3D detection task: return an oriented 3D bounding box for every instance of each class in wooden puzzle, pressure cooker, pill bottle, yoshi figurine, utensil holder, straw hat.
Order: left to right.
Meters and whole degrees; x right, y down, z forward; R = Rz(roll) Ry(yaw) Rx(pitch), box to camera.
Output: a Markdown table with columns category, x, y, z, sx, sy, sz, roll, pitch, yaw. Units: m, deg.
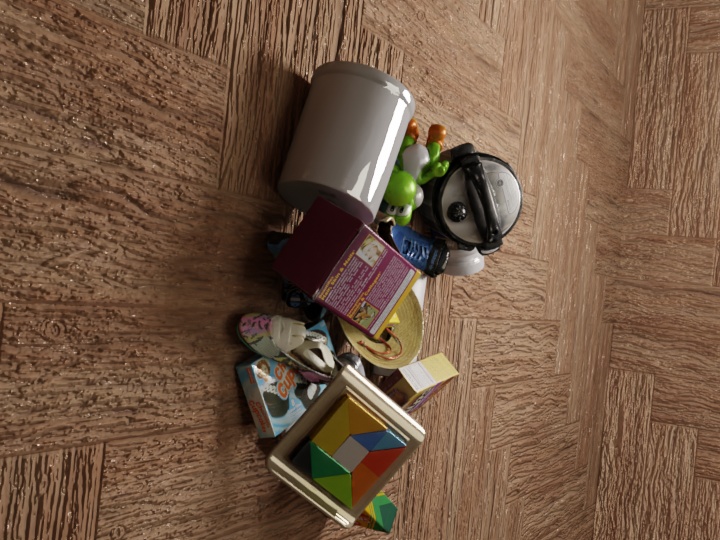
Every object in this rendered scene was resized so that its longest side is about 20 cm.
| category | x | y | z | sx | sy | sz | roll | pitch | yaw |
| --- | --- | --- | --- | --- | --- | --- | --- | --- | --- |
| utensil holder | -0.024 | -0.190 | 1.339 | 0.170 | 0.169 | 0.201 | 41 | 62 | -55 |
| wooden puzzle | -0.018 | 0.273 | 1.330 | 0.185 | 0.037 | 0.200 | 42 | 84 | -19 |
| straw hat | 0.012 | 0.091 | 1.514 | 0.200 | 0.085 | 0.202 | 18 | 55 | -27 |
| yoshi figurine | 0.087 | -0.179 | 1.523 | 0.112 | 0.112 | 0.201 | 32 | 63 | -30 |
| pill bottle | 0.200 | -0.098 | 1.786 | 0.116 | 0.115 | 0.201 | -40 | 127 | -50 |
| pressure cooker | 0.203 | -0.131 | 1.602 | 0.175 | 0.200 | 0.179 | 27 | 95 | -15 |

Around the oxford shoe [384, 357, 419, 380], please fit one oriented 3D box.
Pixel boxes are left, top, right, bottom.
| category | x | y | z | sx | sy | sz | roll | pitch | yaw |
| --- | --- | --- | --- | --- | --- | --- | --- | --- | --- |
| oxford shoe | 0.080 | 0.240 | 1.677 | 0.200 | 0.072 | 0.071 | -59 | 142 | -36 |

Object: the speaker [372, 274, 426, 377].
| category | x | y | z | sx | sy | sz | roll | pitch | yaw |
| --- | --- | --- | --- | --- | --- | --- | --- | --- | --- |
| speaker | 0.075 | 0.100 | 1.638 | 0.081 | 0.081 | 0.201 | 12 | 84 | -60 |

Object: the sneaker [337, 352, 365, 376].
| category | x | y | z | sx | sy | sz | roll | pitch | yaw |
| --- | --- | --- | --- | --- | --- | --- | --- | --- | --- |
| sneaker | -0.020 | 0.244 | 1.522 | 0.071 | 0.073 | 0.201 | -34 | 115 | -43 |

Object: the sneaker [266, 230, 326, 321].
| category | x | y | z | sx | sy | sz | roll | pitch | yaw |
| --- | --- | --- | --- | --- | --- | --- | --- | --- | --- |
| sneaker | -0.088 | 0.013 | 1.348 | 0.200 | 0.078 | 0.090 | 54 | 53 | -48 |

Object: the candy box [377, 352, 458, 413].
| category | x | y | z | sx | sy | sz | roll | pitch | yaw |
| --- | --- | --- | --- | --- | --- | --- | --- | --- | --- |
| candy box | 0.082 | 0.210 | 1.508 | 0.117 | 0.057 | 0.200 | -45 | 162 | 22 |

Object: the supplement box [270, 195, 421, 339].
| category | x | y | z | sx | sy | sz | roll | pitch | yaw |
| --- | --- | --- | --- | --- | --- | --- | --- | --- | --- |
| supplement box | -0.018 | 0.001 | 1.293 | 0.131 | 0.103 | 0.200 | -55 | 144 | -3 |

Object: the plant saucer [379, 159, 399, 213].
| category | x | y | z | sx | sy | sz | roll | pitch | yaw |
| --- | --- | --- | --- | --- | --- | --- | --- | --- | --- |
| plant saucer | 0.041 | -0.148 | 1.584 | 0.200 | 0.036 | 0.201 | -14 | 106 | -59 |

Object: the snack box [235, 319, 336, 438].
| category | x | y | z | sx | sy | sz | roll | pitch | yaw |
| --- | --- | --- | --- | --- | --- | --- | --- | --- | --- |
| snack box | -0.105 | 0.165 | 1.355 | 0.200 | 0.037 | 0.117 | -30 | 104 | -55 |

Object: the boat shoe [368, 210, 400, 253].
| category | x | y | z | sx | sy | sz | roll | pitch | yaw |
| --- | --- | --- | --- | --- | --- | --- | --- | --- | --- |
| boat shoe | 0.026 | -0.074 | 1.456 | 0.075 | 0.075 | 0.203 | -3 | 68 | -61 |

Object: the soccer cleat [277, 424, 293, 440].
| category | x | y | z | sx | sy | sz | roll | pitch | yaw |
| --- | --- | --- | --- | --- | --- | --- | --- | --- | --- |
| soccer cleat | -0.061 | 0.268 | 1.426 | 0.200 | 0.085 | 0.069 | 35 | 65 | -57 |

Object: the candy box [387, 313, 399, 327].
| category | x | y | z | sx | sy | sz | roll | pitch | yaw |
| --- | --- | --- | --- | --- | --- | --- | --- | --- | --- |
| candy box | 0.000 | 0.000 | 1.457 | 0.102 | 0.026 | 0.201 | 7 | 59 | -62 |

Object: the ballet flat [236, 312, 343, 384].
| category | x | y | z | sx | sy | sz | roll | pitch | yaw |
| --- | --- | --- | --- | --- | --- | --- | --- | --- | --- |
| ballet flat | -0.094 | 0.112 | 1.293 | 0.200 | 0.071 | 0.069 | 39 | 46 | -40 |

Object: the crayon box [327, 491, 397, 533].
| category | x | y | z | sx | sy | sz | roll | pitch | yaw |
| --- | --- | --- | --- | --- | --- | --- | --- | --- | --- |
| crayon box | -0.032 | 0.371 | 1.454 | 0.200 | 0.126 | 0.051 | 56 | 47 | -46 |

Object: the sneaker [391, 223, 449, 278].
| category | x | y | z | sx | sy | sz | roll | pitch | yaw |
| --- | --- | --- | --- | --- | --- | --- | --- | --- | --- |
| sneaker | 0.105 | -0.038 | 1.586 | 0.077 | 0.111 | 0.200 | -69 | 160 | 0 |
